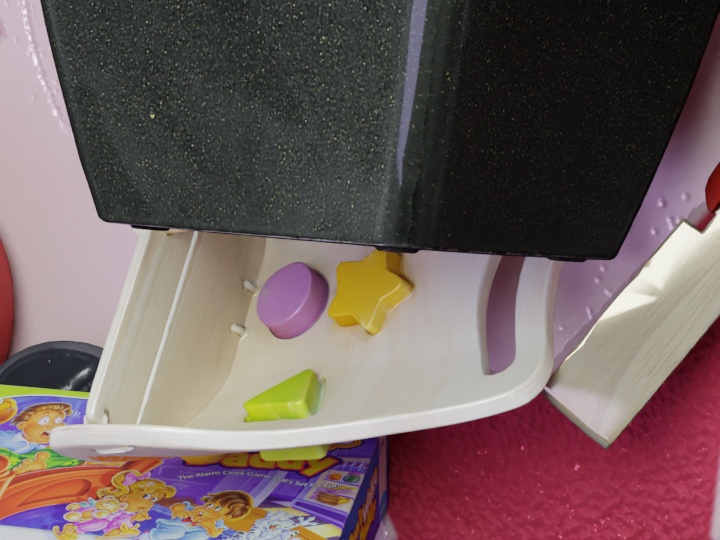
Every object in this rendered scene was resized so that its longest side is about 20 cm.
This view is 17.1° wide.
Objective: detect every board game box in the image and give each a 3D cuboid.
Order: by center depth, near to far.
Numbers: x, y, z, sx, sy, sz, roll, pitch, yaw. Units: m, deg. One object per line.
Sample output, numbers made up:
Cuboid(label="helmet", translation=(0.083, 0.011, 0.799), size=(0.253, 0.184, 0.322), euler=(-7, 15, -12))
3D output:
Cuboid(label="board game box", translation=(-0.098, 0.103, 0.994), size=(0.199, 0.135, 0.045), euler=(4, 115, 10))

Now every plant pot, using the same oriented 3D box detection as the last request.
Cuboid(label="plant pot", translation=(0.008, -0.096, 0.817), size=(0.199, 0.199, 0.178), euler=(4, 92, 36))

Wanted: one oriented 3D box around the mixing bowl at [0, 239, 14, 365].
Cuboid(label="mixing bowl", translation=(-0.237, 0.014, 1.141), size=(0.199, 0.108, 0.201), euler=(11, 108, 35))

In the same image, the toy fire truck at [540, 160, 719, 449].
Cuboid(label="toy fire truck", translation=(0.169, 0.008, 0.843), size=(0.176, 0.128, 0.200), euler=(56, 147, 18))

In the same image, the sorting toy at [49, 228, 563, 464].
Cuboid(label="sorting toy", translation=(0.000, 0.000, 0.939), size=(0.179, 0.107, 0.201), euler=(-1, 60, 32))

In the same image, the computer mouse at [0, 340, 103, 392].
Cuboid(label="computer mouse", translation=(-0.103, 0.123, 1.085), size=(0.138, 0.053, 0.200), euler=(-35, 71, -1))
